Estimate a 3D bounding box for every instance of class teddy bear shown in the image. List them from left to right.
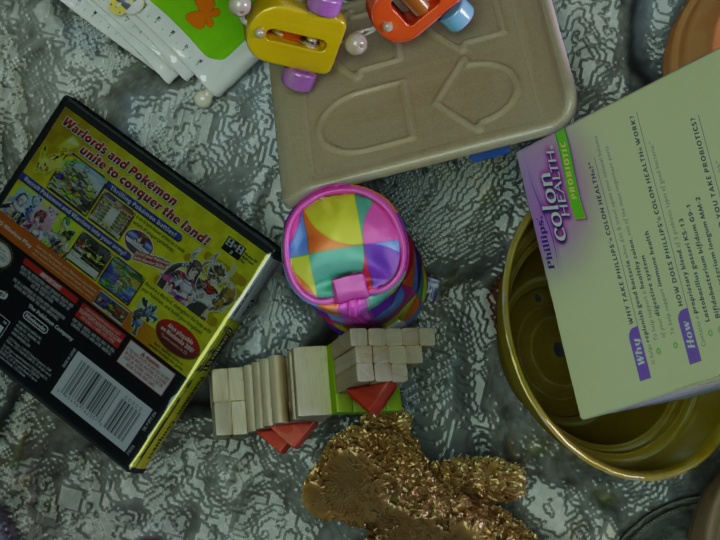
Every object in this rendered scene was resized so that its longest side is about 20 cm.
[{"bbox_3d":[0.055,0.178,1.426,0.199,0.067,0.146,24,110,5],"label":"teddy bear"}]

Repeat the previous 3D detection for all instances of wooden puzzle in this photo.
[{"bbox_3d":[0.039,-0.121,1.391,0.199,0.186,0.046,-18,131,9],"label":"wooden puzzle"}]

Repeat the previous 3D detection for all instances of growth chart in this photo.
[{"bbox_3d":[-0.138,-0.201,1.422,0.199,0.018,0.145,32,117,-14],"label":"growth chart"}]

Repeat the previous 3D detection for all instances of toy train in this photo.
[{"bbox_3d":[-0.029,-0.203,1.355,0.150,0.056,0.200,-43,120,16],"label":"toy train"}]

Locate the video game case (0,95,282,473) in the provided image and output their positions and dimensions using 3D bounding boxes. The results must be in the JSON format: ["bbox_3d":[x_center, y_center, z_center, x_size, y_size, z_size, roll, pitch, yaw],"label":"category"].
[{"bbox_3d":[-0.176,0.008,1.445,0.200,0.025,0.181,35,94,20],"label":"video game case"}]

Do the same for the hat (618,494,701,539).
[{"bbox_3d":[0.247,0.248,1.391,0.199,0.081,0.202,0,89,5],"label":"hat"}]

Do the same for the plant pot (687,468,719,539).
[{"bbox_3d":[0.313,0.190,1.333,0.199,0.093,0.202,7,69,-18],"label":"plant pot"}]

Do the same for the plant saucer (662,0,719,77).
[{"bbox_3d":[0.295,-0.120,1.362,0.199,0.037,0.202,4,66,-10],"label":"plant saucer"}]

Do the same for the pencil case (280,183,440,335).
[{"bbox_3d":[0.000,0.000,1.366,0.088,0.200,0.089,-1,81,7],"label":"pencil case"}]

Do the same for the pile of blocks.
[{"bbox_3d":[-0.026,0.086,1.399,0.199,0.082,0.063,-17,72,45],"label":"pile of blocks"}]

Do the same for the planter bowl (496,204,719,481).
[{"bbox_3d":[0.151,0.044,1.381,0.199,0.083,0.202,10,71,-31],"label":"planter bowl"}]

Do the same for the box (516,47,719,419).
[{"bbox_3d":[0.206,-0.021,1.263,0.096,0.200,0.177,-7,79,-36],"label":"box"}]
